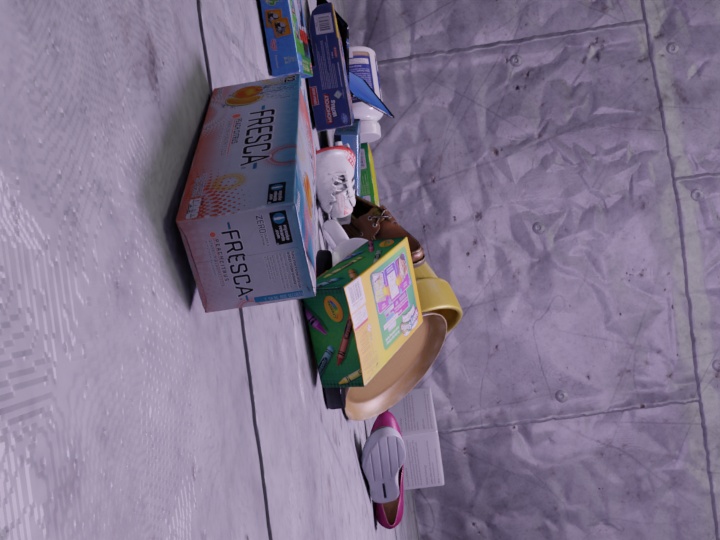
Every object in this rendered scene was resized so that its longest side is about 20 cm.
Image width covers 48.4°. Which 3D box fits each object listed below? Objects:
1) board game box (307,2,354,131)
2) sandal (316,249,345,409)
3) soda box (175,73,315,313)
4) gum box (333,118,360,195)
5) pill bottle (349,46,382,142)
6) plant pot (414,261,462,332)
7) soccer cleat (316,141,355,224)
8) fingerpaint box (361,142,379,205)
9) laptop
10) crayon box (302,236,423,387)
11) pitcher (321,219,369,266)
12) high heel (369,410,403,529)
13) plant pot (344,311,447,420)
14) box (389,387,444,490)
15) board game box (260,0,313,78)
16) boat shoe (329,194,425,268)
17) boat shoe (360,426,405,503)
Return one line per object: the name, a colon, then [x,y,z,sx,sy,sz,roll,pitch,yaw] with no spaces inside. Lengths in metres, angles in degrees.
board game box: [-0.052,-0.321,1.361,0.200,0.062,0.201,24,57,-88]
sandal: [-0.029,0.072,1.008,0.076,0.043,0.201,66,16,-77]
soda box: [-0.066,-0.059,0.516,0.200,0.068,0.064,-94,175,-56]
gum box: [-0.022,-0.178,1.456,0.200,0.044,0.170,-88,178,-72]
pill bottle: [-0.007,-0.395,1.818,0.111,0.111,0.201,56,26,-81]
plant pot: [0.065,0.039,1.501,0.201,0.200,0.189,74,-5,-66]
soccer cleat: [-0.035,-0.124,1.168,0.200,0.068,0.085,86,-8,-78]
fingerpaint box: [0.001,-0.150,1.703,0.167,0.073,0.201,46,36,-82]
laptop: [-0.009,-0.408,1.522,0.177,0.103,0.200,-120,-157,-47]
crayon box: [0.008,0.045,0.964,0.200,0.058,0.119,-38,120,-60]
pitcher: [0.005,0.028,1.196,0.172,0.121,0.200,56,-10,38]
high heel: [0.053,0.353,1.426,0.096,0.067,0.201,134,-48,-81]
plant pot: [0.046,0.135,1.168,0.027,0.200,0.200,43,-18,29]
box: [0.152,0.469,2.240,0.199,0.130,0.200,-92,173,-61]
board game box: [-0.094,-0.327,0.933,0.151,0.036,0.201,-79,159,-78]
boat shoe: [0.019,-0.066,1.251,0.200,0.072,0.068,28,-48,37]
boat shoe: [0.030,0.308,1.321,0.200,0.072,0.071,92,-14,-45]
